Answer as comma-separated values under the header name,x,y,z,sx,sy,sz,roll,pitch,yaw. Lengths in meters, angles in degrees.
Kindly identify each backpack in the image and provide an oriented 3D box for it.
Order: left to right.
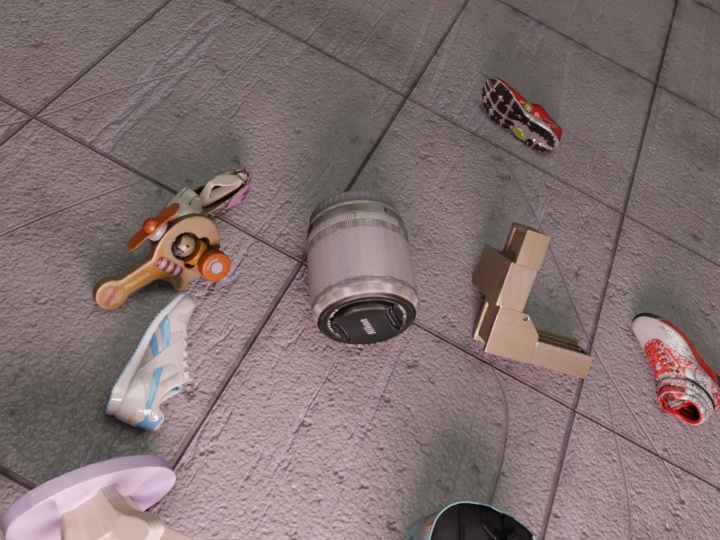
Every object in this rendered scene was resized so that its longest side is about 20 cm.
name,x,y,z,sx,sy,sz,roll,pitch,yaw
backpack,0.126,0.390,0.928,0.176,0.153,0.200,21,61,-8

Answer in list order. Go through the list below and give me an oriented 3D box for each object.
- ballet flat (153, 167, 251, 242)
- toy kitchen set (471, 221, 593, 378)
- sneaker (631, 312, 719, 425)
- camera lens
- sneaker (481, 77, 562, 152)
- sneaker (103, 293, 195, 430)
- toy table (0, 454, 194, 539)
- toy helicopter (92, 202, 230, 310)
name,x,y,z,sx,sy,sz,roll,pitch,yaw
ballet flat,-0.249,-0.110,1.203,0.069,0.071,0.200,43,53,11
toy kitchen set,0.290,0.038,1.251,0.180,0.200,0.163,16,10,-9
sneaker,0.524,0.167,1.294,0.108,0.067,0.201,-30,73,-37
camera lens,0.000,0.000,1.159,0.160,0.160,0.200,5,54,-18
sneaker,0.335,-0.327,1.586,0.200,0.077,0.085,44,47,0
sneaker,-0.267,0.121,1.034,0.081,0.077,0.200,28,56,-10
toy table,-0.276,0.292,0.844,0.200,0.184,0.117,-12,51,-39
toy helicopter,-0.294,-0.016,1.093,0.200,0.132,0.079,-34,42,-18
